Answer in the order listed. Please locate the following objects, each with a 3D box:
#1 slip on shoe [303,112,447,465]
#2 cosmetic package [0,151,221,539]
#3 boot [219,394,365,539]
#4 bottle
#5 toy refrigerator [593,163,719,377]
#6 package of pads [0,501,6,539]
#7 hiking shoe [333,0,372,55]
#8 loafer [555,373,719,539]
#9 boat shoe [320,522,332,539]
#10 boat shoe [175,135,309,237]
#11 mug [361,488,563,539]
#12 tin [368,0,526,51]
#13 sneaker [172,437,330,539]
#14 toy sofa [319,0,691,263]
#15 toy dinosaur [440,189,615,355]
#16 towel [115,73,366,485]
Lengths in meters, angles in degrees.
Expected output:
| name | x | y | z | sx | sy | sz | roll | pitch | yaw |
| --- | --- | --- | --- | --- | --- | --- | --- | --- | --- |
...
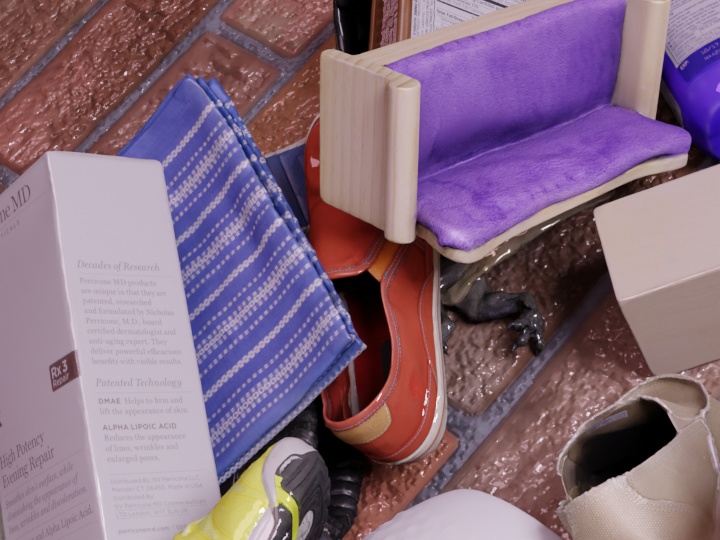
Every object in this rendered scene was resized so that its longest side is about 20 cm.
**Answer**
| name | x | y | z | sx | sy | sz | roll | pitch | yaw |
| --- | --- | --- | --- | --- | --- | --- | --- | --- | --- |
| slip on shoe | 0.000 | 0.000 | 0.831 | 0.074 | 0.061 | 0.201 | -21 | 63 | 31 |
| cosmetic package | -0.135 | 0.052 | 0.800 | 0.102 | 0.074 | 0.201 | -33 | 65 | 45 |
| boot | -0.078 | 0.064 | 0.886 | 0.157 | 0.079 | 0.212 | -18 | 60 | 23 |
| bottle | 0.191 | -0.151 | 0.920 | 0.083 | 0.065 | 0.200 | -23 | 49 | 2 |
| toy refrigerator | 0.224 | -0.022 | 0.801 | 0.200 | 0.076 | 0.070 | -20 | 50 | 13 |
| package of pads | -0.224 | 0.157 | 0.868 | 0.154 | 0.068 | 0.200 | -43 | 41 | 31 |
| hiking shoe | 0.031 | -0.168 | 0.990 | 0.076 | 0.101 | 0.200 | -3 | 56 | 24 |
| loafer | 0.129 | 0.085 | 0.718 | 0.076 | 0.068 | 0.200 | -31 | 9 | 17 |
| boat shoe | -0.082 | 0.196 | 0.774 | 0.060 | 0.074 | 0.200 | 39 | 95 | 17 |
| boat shoe | -0.015 | -0.044 | 0.932 | 0.199 | 0.072 | 0.072 | -14 | 75 | -15 |
| mug | 0.027 | 0.179 | 0.674 | 0.147 | 0.200 | 0.175 | 34 | 69 | 14 |
| tin | 0.062 | -0.123 | 0.923 | 0.042 | 0.112 | 0.201 | -35 | 44 | 50 |
| sneaker | -0.087 | 0.152 | 0.701 | 0.076 | 0.075 | 0.200 | 36 | 96 | 19 |
| toy sofa | 0.080 | -0.082 | 0.811 | 0.200 | 0.083 | 0.097 | -23 | 37 | -37 |
| toy dinosaur | 0.055 | 0.012 | 0.885 | 0.200 | 0.048 | 0.088 | -22 | 42 | 7 |
| towel | -0.090 | 0.008 | 0.841 | 0.145 | 0.024 | 0.200 | -44 | 55 | 19 |
